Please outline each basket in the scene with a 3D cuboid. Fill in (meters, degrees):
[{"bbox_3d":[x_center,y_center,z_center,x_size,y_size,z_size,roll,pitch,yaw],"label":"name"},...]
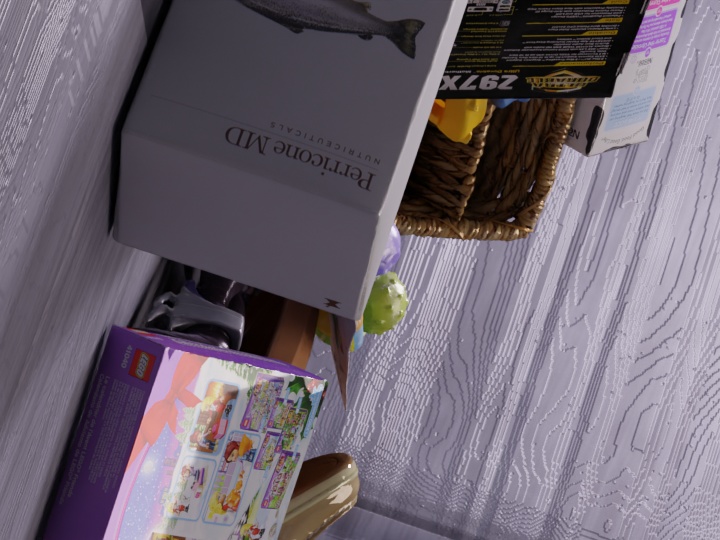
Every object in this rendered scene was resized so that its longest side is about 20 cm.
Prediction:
[{"bbox_3d":[0.042,-0.121,1.795,0.143,0.149,0.201,-20,135,-51],"label":"basket"}]

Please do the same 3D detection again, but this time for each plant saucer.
[{"bbox_3d":[-0.076,0.075,1.650,0.201,0.032,0.201,-55,-164,24],"label":"plant saucer"}]

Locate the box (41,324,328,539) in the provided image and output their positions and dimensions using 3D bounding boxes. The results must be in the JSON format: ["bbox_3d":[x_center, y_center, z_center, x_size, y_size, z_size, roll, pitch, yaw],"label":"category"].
[{"bbox_3d":[-0.098,0.134,1.428,0.137,0.039,0.201,16,94,-55],"label":"box"}]

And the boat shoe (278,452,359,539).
[{"bbox_3d":[-0.076,0.177,1.643,0.200,0.063,0.073,-36,-171,0],"label":"boat shoe"}]

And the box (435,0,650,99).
[{"bbox_3d":[0.044,-0.140,1.474,0.160,0.199,0.050,104,-16,-69],"label":"box"}]

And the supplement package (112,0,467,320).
[{"bbox_3d":[-0.020,-0.101,1.258,0.117,0.116,0.201,105,3,-66],"label":"supplement package"}]

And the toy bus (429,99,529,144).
[{"bbox_3d":[0.041,-0.140,1.611,0.192,0.199,0.136,-63,175,-19],"label":"toy bus"}]

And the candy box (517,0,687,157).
[{"bbox_3d":[0.125,-0.198,1.851,0.071,0.167,0.201,-17,128,-48],"label":"candy box"}]

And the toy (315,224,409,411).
[{"bbox_3d":[0.000,0.000,1.633,0.200,0.047,0.116,108,-28,-73],"label":"toy"}]

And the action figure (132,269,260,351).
[{"bbox_3d":[-0.072,0.000,1.552,0.200,0.069,0.131,-75,175,-51],"label":"action figure"}]
